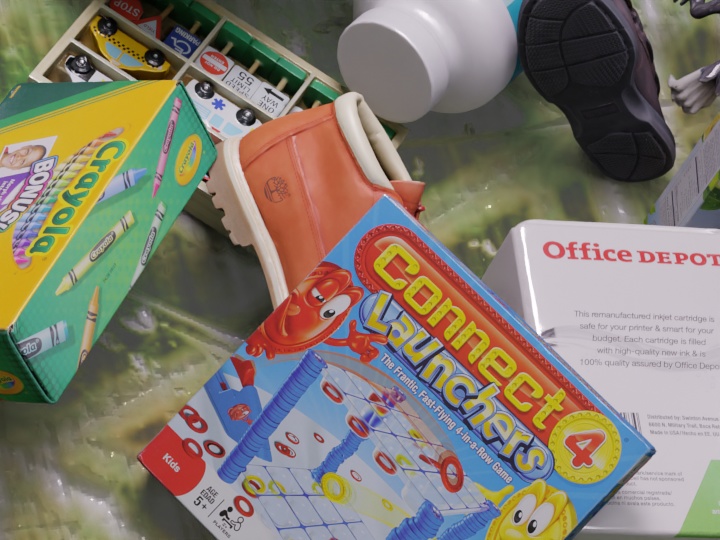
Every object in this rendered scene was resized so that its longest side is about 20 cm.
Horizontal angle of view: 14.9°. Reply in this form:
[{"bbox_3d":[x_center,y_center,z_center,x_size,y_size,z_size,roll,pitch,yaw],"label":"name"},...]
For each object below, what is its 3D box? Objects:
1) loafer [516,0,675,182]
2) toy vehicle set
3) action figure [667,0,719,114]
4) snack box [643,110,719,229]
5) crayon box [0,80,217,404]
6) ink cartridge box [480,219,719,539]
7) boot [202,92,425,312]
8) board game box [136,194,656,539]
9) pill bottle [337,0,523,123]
[{"bbox_3d":[0.142,-0.130,1.658,0.072,0.200,0.063,-8,55,19],"label":"loafer"},{"bbox_3d":[-0.085,-0.092,1.631,0.200,0.027,0.124,33,53,1],"label":"toy vehicle set"},{"bbox_3d":[0.248,-0.130,1.697,0.119,0.102,0.200,24,22,-46],"label":"action figure"},{"bbox_3d":[0.290,-0.033,1.668,0.200,0.142,0.053,10,55,-15],"label":"snack box"},{"bbox_3d":[-0.177,-0.018,1.491,0.119,0.058,0.200,1,44,33],"label":"crayon box"},{"bbox_3d":[0.156,0.079,1.579,0.145,0.084,0.200,3,58,-16],"label":"ink cartridge box"},{"bbox_3d":[0.000,0.000,1.535,0.200,0.107,0.075,64,14,1],"label":"boot"},{"bbox_3d":[0.019,0.098,1.467,0.200,0.056,0.196,43,93,9],"label":"board game box"},{"bbox_3d":[0.070,-0.169,1.682,0.111,0.111,0.200,41,50,7],"label":"pill bottle"}]
